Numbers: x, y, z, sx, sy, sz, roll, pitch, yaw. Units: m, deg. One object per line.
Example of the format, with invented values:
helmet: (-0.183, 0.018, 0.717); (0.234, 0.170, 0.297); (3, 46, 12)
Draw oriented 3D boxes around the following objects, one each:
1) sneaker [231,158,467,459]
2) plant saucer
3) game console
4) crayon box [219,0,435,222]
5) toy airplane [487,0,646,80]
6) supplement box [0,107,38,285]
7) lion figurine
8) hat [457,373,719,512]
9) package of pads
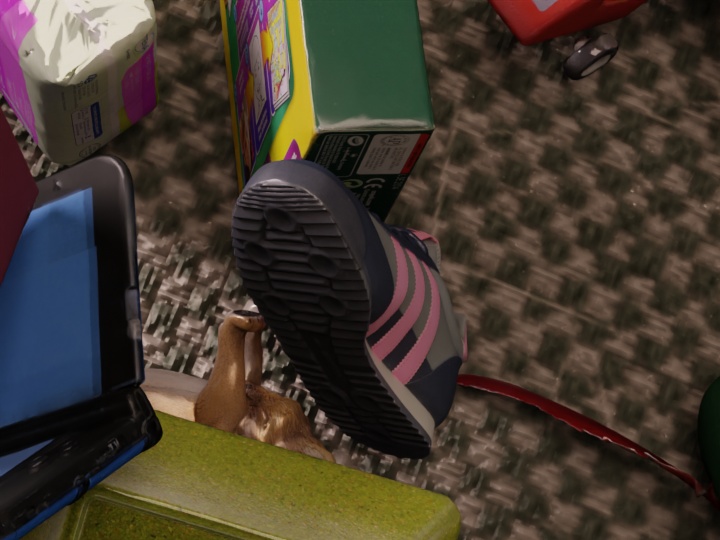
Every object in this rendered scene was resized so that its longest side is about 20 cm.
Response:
sneaker: (0.000, 0.000, 1.042); (0.070, 0.201, 0.082); (14, 60, 25)
plant saucer: (-0.074, 0.173, 1.029); (0.198, 0.048, 0.201); (16, 94, -2)
game console: (-0.191, 0.054, 0.994); (0.170, 0.199, 0.119); (-34, 102, -51)
crayon box: (-0.021, -0.107, 1.073); (0.058, 0.200, 0.174); (-2, 72, -12)
toy airplane: (0.174, -0.189, 1.166); (0.198, 0.141, 0.201); (14, 72, -6)
supplement box: (-0.250, -0.021, 0.978); (0.198, 0.086, 0.111); (2, 50, 19)
lion figurine: (-0.101, 0.069, 1.086); (0.198, 0.072, 0.124); (11, 100, 4)
hat: (0.185, 0.083, 1.160); (0.166, 0.175, 0.200); (-49, 125, -20)
package of pads: (-0.169, -0.156, 1.081); (0.068, 0.155, 0.201); (-34, 83, -10)
